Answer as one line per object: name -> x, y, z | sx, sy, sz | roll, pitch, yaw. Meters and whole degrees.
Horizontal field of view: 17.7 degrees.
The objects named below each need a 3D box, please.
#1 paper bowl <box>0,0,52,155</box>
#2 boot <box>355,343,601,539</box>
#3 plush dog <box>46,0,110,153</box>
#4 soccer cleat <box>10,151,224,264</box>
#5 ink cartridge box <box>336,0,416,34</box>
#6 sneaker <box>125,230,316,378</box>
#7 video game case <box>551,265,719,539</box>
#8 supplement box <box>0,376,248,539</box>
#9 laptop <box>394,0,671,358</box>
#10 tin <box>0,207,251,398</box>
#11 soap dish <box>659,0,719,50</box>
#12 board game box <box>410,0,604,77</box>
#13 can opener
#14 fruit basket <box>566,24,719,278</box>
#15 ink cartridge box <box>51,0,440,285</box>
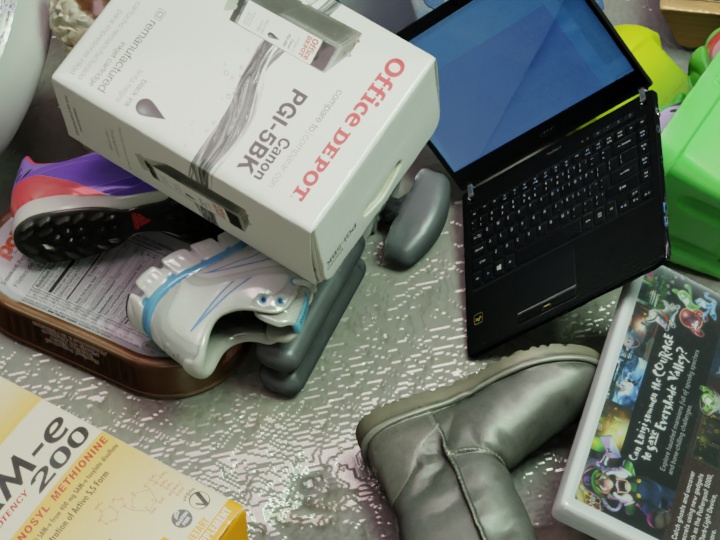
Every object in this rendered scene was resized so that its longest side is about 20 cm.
paper bowl -> -0.282, -0.148, 1.583 | 0.104, 0.201, 0.202 | 21, 48, -23
boot -> 0.096, 0.155, 1.408 | 0.181, 0.073, 0.201 | -23, 48, 0
plush dog -> -0.136, -0.139, 1.622 | 0.199, 0.161, 0.172 | 29, 38, -11
soccer cleat -> -0.134, -0.057, 1.536 | 0.198, 0.068, 0.074 | -8, 53, -2
ink cartridge box -> 0.045, -0.267, 1.675 | 0.083, 0.145, 0.201 | -7, 45, 31
sneaker -> -0.047, 0.000, 1.479 | 0.200, 0.075, 0.087 | -37, 56, -8
video game case -> 0.225, 0.108, 1.436 | 0.181, 0.023, 0.201 | 26, 55, -5
supplement box -> -0.183, 0.163, 1.406 | 0.199, 0.074, 0.126 | 25, 56, 20
laptop -> 0.097, -0.075, 1.493 | 0.103, 0.177, 0.201 | 23, 53, -36
tin -> -0.165, 0.013, 1.547 | 0.199, 0.042, 0.112 | 22, 51, 17
soap dish -> 0.322, -0.227, 1.693 | 0.198, 0.081, 0.158 | 7, 53, 6
board game box -> 0.086, -0.254, 1.611 | 0.043, 0.200, 0.200 | -12, 10, 35
can opener -> 0.000, 0.000, 1.542 | 0.066, 0.053, 0.201 | 18, 56, 16
fruit basket -> 0.213, -0.118, 1.581 | 0.214, 0.156, 0.217 | 5, 62, -10
ink cartridge box -> -0.069, -0.109, 1.446 | 0.199, 0.083, 0.147 | 30, 71, 15
